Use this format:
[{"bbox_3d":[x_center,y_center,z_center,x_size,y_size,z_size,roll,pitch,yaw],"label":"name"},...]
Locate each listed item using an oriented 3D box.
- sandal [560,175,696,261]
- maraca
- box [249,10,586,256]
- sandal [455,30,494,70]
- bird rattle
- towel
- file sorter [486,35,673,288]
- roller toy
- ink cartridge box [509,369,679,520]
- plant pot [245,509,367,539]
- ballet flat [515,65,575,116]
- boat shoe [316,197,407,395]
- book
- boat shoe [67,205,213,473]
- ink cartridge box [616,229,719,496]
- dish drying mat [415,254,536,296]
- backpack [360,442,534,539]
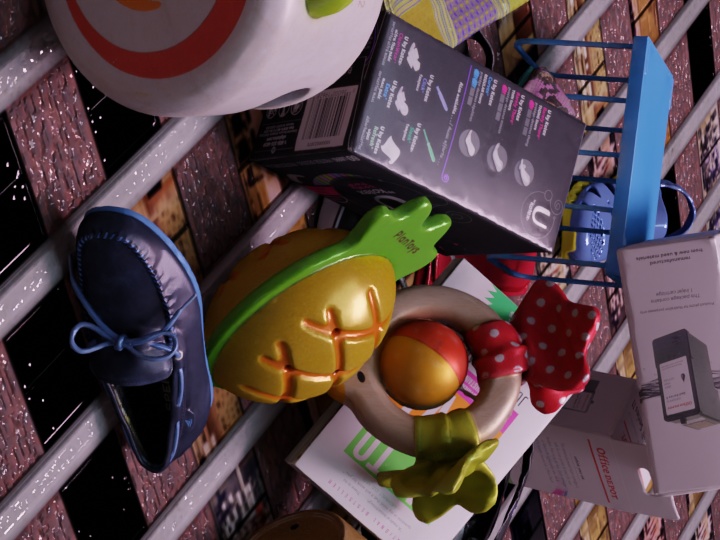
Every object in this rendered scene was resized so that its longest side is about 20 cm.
[{"bbox_3d":[0.257,-0.052,1.877,0.200,0.087,0.080,-27,124,-52],"label":"sandal"},{"bbox_3d":[-0.025,0.018,1.344,0.200,0.107,0.137,-37,160,8],"label":"maraca"},{"bbox_3d":[0.042,-0.091,1.388,0.200,0.122,0.106,24,75,-35],"label":"box"},{"bbox_3d":[0.077,-0.170,1.564,0.075,0.045,0.200,-57,144,-35],"label":"sandal"},{"bbox_3d":[0.070,0.075,1.402,0.200,0.163,0.113,-55,174,-12],"label":"bird rattle"},{"bbox_3d":[0.061,-0.241,1.501,0.200,0.023,0.144,-34,114,-48],"label":"towel"},{"bbox_3d":[0.188,-0.090,1.673,0.139,0.123,0.200,27,71,-71],"label":"file sorter"},{"bbox_3d":[-0.084,-0.185,1.148,0.183,0.200,0.140,-52,160,26],"label":"roller toy"},{"bbox_3d":[0.188,0.142,1.706,0.067,0.200,0.117,-59,145,-31],"label":"ink cartridge box"},{"bbox_3d":[-0.015,0.281,1.451,0.186,0.186,0.200,-49,126,-41],"label":"plant pot"},{"bbox_3d":[0.111,-0.089,1.550,0.200,0.071,0.069,-45,174,-37],"label":"ballet flat"},{"bbox_3d":[-0.001,-0.001,1.463,0.200,0.068,0.074,-67,148,-20],"label":"boat shoe"},{"bbox_3d":[0.059,0.109,1.467,0.200,0.134,0.048,-50,-173,-9],"label":"book"},{"bbox_3d":[-0.133,0.049,1.235,0.069,0.084,0.200,-67,148,-42],"label":"boat shoe"},{"bbox_3d":[0.274,0.071,1.593,0.145,0.084,0.200,-13,95,-71],"label":"ink cartridge box"},{"bbox_3d":[0.106,-0.014,1.695,0.200,0.018,0.077,0,99,-60],"label":"dish drying mat"},{"bbox_3d":[0.068,0.137,1.554,0.167,0.126,0.200,-91,-164,-82],"label":"backpack"}]
